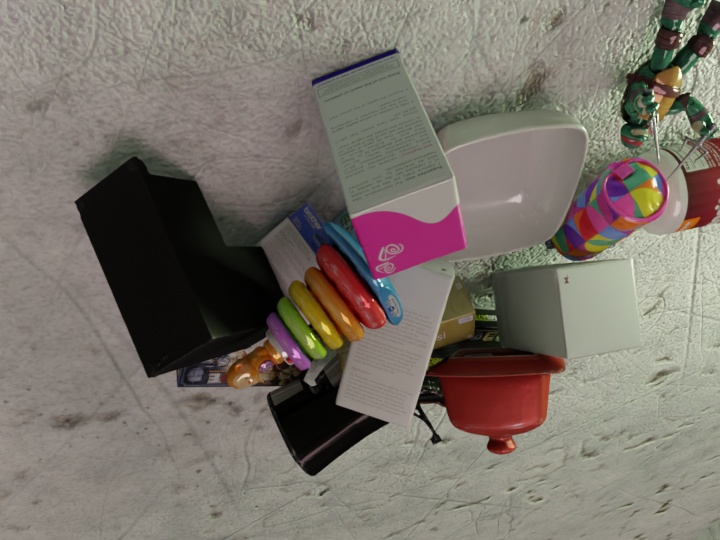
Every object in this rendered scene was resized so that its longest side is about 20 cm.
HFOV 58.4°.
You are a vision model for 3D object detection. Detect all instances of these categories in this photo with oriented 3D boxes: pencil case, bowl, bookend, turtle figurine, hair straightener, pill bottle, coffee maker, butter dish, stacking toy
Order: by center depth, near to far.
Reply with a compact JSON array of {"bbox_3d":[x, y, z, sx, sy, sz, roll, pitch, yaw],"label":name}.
[{"bbox_3d":[-0.061,0.059,0.686,0.199,0.110,0.117,-38,146,-7],"label":"stacking toy"},{"bbox_3d":[-0.185,-0.006,0.728,0.091,0.203,0.198,-28,173,19],"label":"bookend"},{"bbox_3d":[0.349,-0.205,0.738,0.147,0.101,0.203,-9,126,-34],"label":"turtle figurine"},{"bbox_3d":[0.165,-0.111,0.794,0.196,0.076,0.202,-9,140,-9],"label":"bowl"},{"bbox_3d":[0.304,-0.072,0.817,0.086,0.090,0.200,-11,169,-8],"label":"pencil case"},{"bbox_3d":[0.434,-0.112,0.864,0.196,0.114,0.114,-12,141,-7],"label":"pill bottle"},{"bbox_3d":[0.204,0.195,0.953,0.195,0.151,0.200,-3,178,16],"label":"butter dish"},{"bbox_3d":[-0.019,0.213,0.959,0.198,0.193,0.136,-33,132,-6],"label":"coffee maker"},{"bbox_3d":[0.133,0.199,1.102,0.196,0.041,0.078,8,136,-21],"label":"hair straightener"}]

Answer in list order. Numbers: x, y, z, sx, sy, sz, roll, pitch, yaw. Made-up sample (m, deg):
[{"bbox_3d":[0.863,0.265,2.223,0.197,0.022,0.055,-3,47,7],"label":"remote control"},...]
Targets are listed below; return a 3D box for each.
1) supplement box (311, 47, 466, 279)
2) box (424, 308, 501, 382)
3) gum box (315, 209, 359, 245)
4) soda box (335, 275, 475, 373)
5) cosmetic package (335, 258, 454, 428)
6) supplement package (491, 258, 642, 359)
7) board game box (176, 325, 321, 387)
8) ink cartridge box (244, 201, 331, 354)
[{"bbox_3d":[0.026,-0.109,0.643,0.101,0.202,0.102,-20,141,3],"label":"supplement box"},{"bbox_3d":[0.135,0.138,1.088,0.196,0.048,0.195,5,134,-25],"label":"box"},{"bbox_3d":[0.000,0.000,0.881,0.199,0.045,0.169,-39,137,22],"label":"gum box"},{"bbox_3d":[0.058,0.077,0.904,0.196,0.069,0.065,-15,142,-5],"label":"soda box"},{"bbox_3d":[0.043,0.079,0.804,0.099,0.071,0.204,17,105,6],"label":"cosmetic package"},{"bbox_3d":[0.283,0.051,0.913,0.114,0.120,0.200,-6,179,-12],"label":"supplement package"},{"bbox_3d":[-0.166,0.123,0.966,0.196,0.035,0.137,3,136,-24],"label":"board game box"},{"bbox_3d":[-0.097,0.016,0.815,0.199,0.120,0.042,-38,-179,24],"label":"ink cartridge box"}]
